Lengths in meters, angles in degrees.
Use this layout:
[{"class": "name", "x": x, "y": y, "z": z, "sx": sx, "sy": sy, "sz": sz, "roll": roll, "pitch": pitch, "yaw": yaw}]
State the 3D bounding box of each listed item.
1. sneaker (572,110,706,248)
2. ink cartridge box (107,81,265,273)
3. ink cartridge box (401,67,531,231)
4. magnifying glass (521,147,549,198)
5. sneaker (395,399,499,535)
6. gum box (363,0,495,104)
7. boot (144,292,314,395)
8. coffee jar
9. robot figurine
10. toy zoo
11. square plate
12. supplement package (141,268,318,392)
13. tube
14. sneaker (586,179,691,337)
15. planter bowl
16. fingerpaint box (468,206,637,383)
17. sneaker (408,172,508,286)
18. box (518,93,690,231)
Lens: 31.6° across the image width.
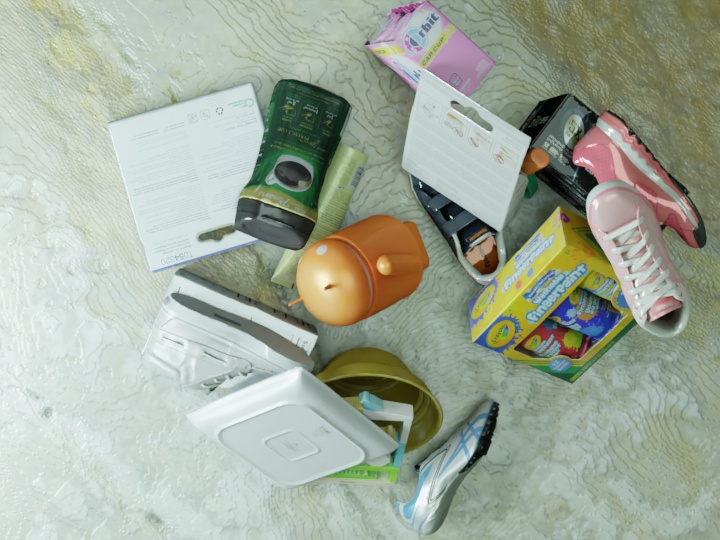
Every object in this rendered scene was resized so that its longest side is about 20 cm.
[{"class": "sneaker", "x": 0.332, "y": -0.094, "z": 1.525, "sx": 0.087, "sy": 0.074, "sz": 0.200, "roll": -41, "pitch": 93, "yaw": 14}, {"class": "ink cartridge box", "x": -0.206, "y": -0.120, "z": 1.645, "sx": 0.194, "sy": 0.043, "sz": 0.202, "roll": -16, "pitch": 97, "yaw": -5}, {"class": "ink cartridge box", "x": 0.134, "y": -0.154, "z": 1.553, "sx": 0.159, "sy": 0.201, "sz": 0.047, "roll": 35, "pitch": 62, "yaw": 14}, {"class": "magnifying glass", "x": 0.201, "y": -0.127, "z": 1.599, "sx": 0.079, "sy": 0.200, "sz": 0.022, "roll": 39, "pitch": 82, "yaw": -3}, {"class": "sneaker", "x": 0.118, "y": 0.252, "z": 1.688, "sx": 0.072, "sy": 0.072, "sz": 0.201, "roll": 32, "pitch": 84, "yaw": 20}, {"class": "gum box", "x": 0.081, "y": -0.270, "z": 1.584, "sx": 0.113, "sy": 0.200, "sz": 0.066, "roll": 39, "pitch": 90, "yaw": -14}, {"class": "boot", "x": -0.162, "y": 0.109, "z": 1.548, "sx": 0.198, "sy": 0.074, "sz": 0.096, "roll": 25, "pitch": 102, "yaw": -1}, {"class": "coffee jar", "x": -0.087, "y": -0.131, "z": 1.598, "sx": 0.103, "sy": 0.085, "sz": 0.202, "roll": 20, "pitch": 81, "yaw": -11}, {"class": "robot figurine", "x": 0.001, "y": -0.001, "z": 1.608, "sx": 0.143, "sy": 0.199, "sz": 0.118, "roll": 32, "pitch": 130, "yaw": 32}, {"class": "toy zoo", "x": -0.006, "y": 0.214, "z": 1.627, "sx": 0.129, "sy": 0.201, "sz": 0.021, "roll": 3, "pitch": 50, "yaw": -5}, {"class": "square plate", "x": -0.085, "y": 0.207, "z": 1.583, "sx": 0.197, "sy": 0.029, "sz": 0.200, "roll": -24, "pitch": 131, "yaw": 32}, {"class": "supplement package", "x": -0.165, "y": 0.089, "z": 1.629, "sx": 0.198, "sy": 0.110, "sz": 0.115, "roll": 24, "pitch": 92, "yaw": -6}, {"class": "tube", "x": -0.052, "y": -0.068, "z": 1.657, "sx": 0.057, "sy": 0.052, "sz": 0.202, "roll": 22, "pitch": 92, "yaw": -1}, {"class": "sneaker", "x": 0.328, "y": -0.007, "z": 1.468, "sx": 0.075, "sy": 0.105, "sz": 0.201, "roll": -26, "pitch": 121, "yaw": 8}, {"class": "planter bowl", "x": 0.007, "y": 0.158, "z": 1.641, "sx": 0.198, "sy": 0.201, "sz": 0.084, "roll": 4, "pitch": 51, "yaw": -5}, {"class": "fingerpaint box", "x": 0.260, "y": 0.037, "z": 1.609, "sx": 0.166, "sy": 0.074, "sz": 0.200, "roll": 23, "pitch": 129, "yaw": -22}, {"class": "sneaker", "x": 0.134, "y": -0.071, "z": 1.660, "sx": 0.078, "sy": 0.079, "sz": 0.201, "roll": -34, "pitch": 94, "yaw": -1}, {"class": "box", "x": 0.298, "y": -0.128, "z": 1.626, "sx": 0.199, "sy": 0.164, "sz": 0.086, "roll": 38, "pitch": 90, "yaw": -5}]
